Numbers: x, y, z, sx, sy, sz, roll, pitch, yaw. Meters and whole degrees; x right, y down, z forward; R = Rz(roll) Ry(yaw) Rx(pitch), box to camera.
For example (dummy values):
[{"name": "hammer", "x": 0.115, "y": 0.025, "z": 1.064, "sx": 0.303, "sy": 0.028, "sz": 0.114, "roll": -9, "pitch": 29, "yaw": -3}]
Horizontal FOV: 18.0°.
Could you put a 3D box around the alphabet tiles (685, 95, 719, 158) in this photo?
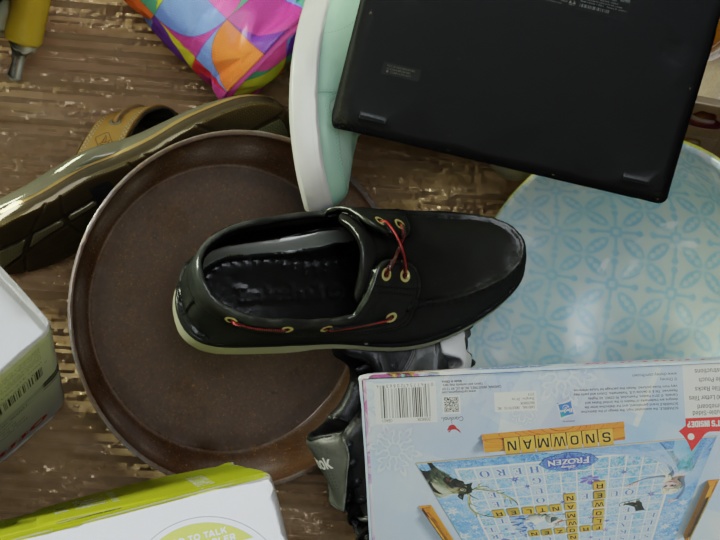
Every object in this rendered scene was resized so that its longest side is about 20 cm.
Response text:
[{"name": "alphabet tiles", "x": 0.263, "y": -0.057, "z": 1.290, "sx": 0.200, "sy": 0.167, "sz": 0.008, "roll": 10, "pitch": 63, "yaw": -5}]

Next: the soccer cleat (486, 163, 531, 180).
[{"name": "soccer cleat", "x": 0.033, "y": -0.129, "z": 1.329, "sx": 0.077, "sy": 0.069, "sz": 0.200, "roll": -30, "pitch": 77, "yaw": -7}]

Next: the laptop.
[{"name": "laptop", "x": 0.096, "y": -0.163, "z": 1.235, "sx": 0.187, "sy": 0.116, "sz": 0.200, "roll": 13, "pitch": 105, "yaw": -6}]

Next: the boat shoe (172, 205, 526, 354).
[{"name": "boat shoe", "x": 0.001, "y": 0.003, "z": 1.222, "sx": 0.201, "sy": 0.063, "sz": 0.074, "roll": -7, "pitch": 71, "yaw": -18}]

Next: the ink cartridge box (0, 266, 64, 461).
[{"name": "ink cartridge box", "x": -0.235, "y": 0.070, "z": 1.183, "sx": 0.146, "sy": 0.200, "sz": 0.086, "roll": -42, "pitch": 85, "yaw": -13}]

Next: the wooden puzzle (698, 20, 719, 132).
[{"name": "wooden puzzle", "x": 0.179, "y": -0.202, "z": 1.304, "sx": 0.200, "sy": 0.046, "sz": 0.185, "roll": 33, "pitch": 79, "yaw": 15}]

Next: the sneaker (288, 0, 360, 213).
[{"name": "sneaker", "x": 0.027, "y": -0.121, "z": 1.250, "sx": 0.118, "sy": 0.074, "sz": 0.201, "roll": 7, "pitch": 69, "yaw": 7}]

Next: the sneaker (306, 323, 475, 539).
[{"name": "sneaker", "x": 0.011, "y": 0.118, "z": 1.260, "sx": 0.090, "sy": 0.066, "sz": 0.200, "roll": 5, "pitch": 85, "yaw": -21}]

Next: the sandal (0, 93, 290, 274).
[{"name": "sandal", "x": -0.135, "y": -0.060, "z": 1.294, "sx": 0.200, "sy": 0.080, "sz": 0.054, "roll": -22, "pitch": 58, "yaw": -6}]

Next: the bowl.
[{"name": "bowl", "x": 0.168, "y": 0.032, "z": 1.277, "sx": 0.200, "sy": 0.108, "sz": 0.201, "roll": -7, "pitch": 77, "yaw": 32}]

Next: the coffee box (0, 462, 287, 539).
[{"name": "coffee box", "x": -0.125, "y": 0.214, "z": 1.135, "sx": 0.200, "sy": 0.200, "sz": 0.198, "roll": -14, "pitch": 88, "yaw": -9}]

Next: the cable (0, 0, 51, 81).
[{"name": "cable", "x": -0.188, "y": -0.211, "z": 1.281, "sx": 0.097, "sy": 0.050, "sz": 0.200, "roll": 37, "pitch": 108, "yaw": 14}]

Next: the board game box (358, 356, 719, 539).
[{"name": "board game box", "x": 0.104, "y": 0.148, "z": 1.185, "sx": 0.200, "sy": 0.041, "sz": 0.200, "roll": -3, "pitch": 90, "yaw": 13}]

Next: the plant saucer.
[{"name": "plant saucer", "x": -0.071, "y": 0.022, "z": 1.273, "sx": 0.200, "sy": 0.034, "sz": 0.201, "roll": 0, "pitch": 90, "yaw": -24}]

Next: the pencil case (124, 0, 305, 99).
[{"name": "pencil case", "x": -0.110, "y": -0.191, "z": 1.312, "sx": 0.088, "sy": 0.088, "sz": 0.200, "roll": -41, "pitch": 87, "yaw": -13}]
